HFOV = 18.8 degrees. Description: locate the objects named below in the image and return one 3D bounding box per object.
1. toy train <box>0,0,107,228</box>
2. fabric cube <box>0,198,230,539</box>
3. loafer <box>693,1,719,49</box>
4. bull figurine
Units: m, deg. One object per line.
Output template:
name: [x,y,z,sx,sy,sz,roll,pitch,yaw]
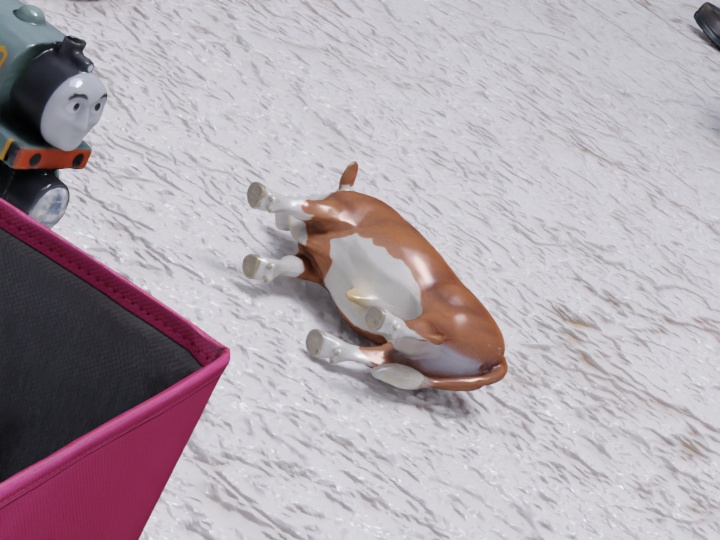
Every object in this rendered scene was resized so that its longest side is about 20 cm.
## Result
toy train: [-0.213,-0.105,1.114,0.200,0.115,0.085,38,22,27]
fabric cube: [-0.188,0.073,0.575,0.199,0.200,0.196,32,20,11]
loafer: [0.476,-0.265,2.521,0.200,0.073,0.073,38,22,27]
bull figurine: [0.000,0.000,1.219,0.121,0.066,0.200,1,30,-45]
